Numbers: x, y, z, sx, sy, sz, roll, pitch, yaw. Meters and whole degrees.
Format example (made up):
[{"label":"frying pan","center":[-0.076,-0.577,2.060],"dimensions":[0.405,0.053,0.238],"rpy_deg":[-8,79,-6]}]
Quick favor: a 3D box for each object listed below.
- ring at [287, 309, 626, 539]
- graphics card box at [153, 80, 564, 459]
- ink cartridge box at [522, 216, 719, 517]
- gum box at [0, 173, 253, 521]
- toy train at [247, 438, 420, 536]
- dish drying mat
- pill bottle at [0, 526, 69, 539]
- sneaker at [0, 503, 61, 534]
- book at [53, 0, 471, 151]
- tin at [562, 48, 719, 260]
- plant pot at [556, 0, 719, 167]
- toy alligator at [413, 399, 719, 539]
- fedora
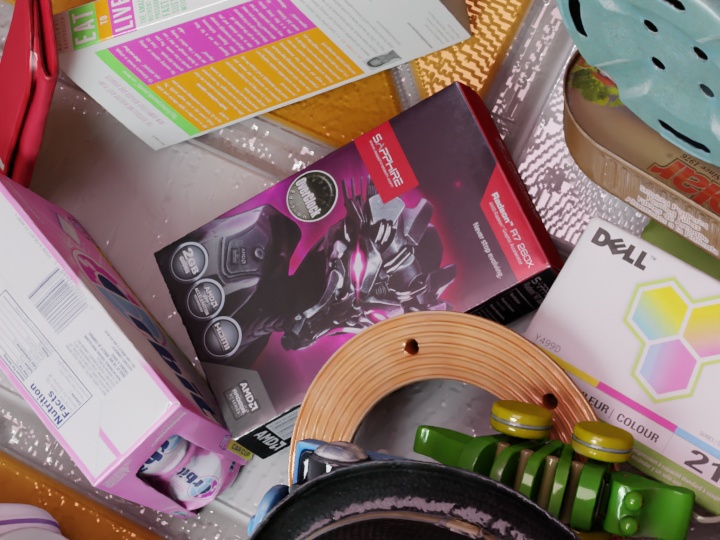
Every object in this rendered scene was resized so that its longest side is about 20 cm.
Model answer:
[{"label":"ring","center":[0.049,0.119,1.332],"dimensions":[0.200,0.019,0.201],"rpy_deg":[5,100,31]},{"label":"graphics card box","center":[0.000,0.000,1.410],"dimensions":[0.200,0.051,0.126],"rpy_deg":[-29,67,10]},{"label":"ink cartridge box","center":[0.186,0.012,1.325],"dimensions":[0.148,0.076,0.200],"rpy_deg":[30,90,25]},{"label":"gum box","center":[-0.149,0.044,1.426],"dimensions":[0.066,0.113,0.200],"rpy_deg":[-43,66,5]},{"label":"toy train","center":[-0.008,0.179,1.295],"dimensions":[0.086,0.114,0.201],"rpy_deg":[8,100,22]},{"label":"dish drying mat","center":[-0.189,-0.100,1.446],"dimensions":[0.018,0.200,0.077],"rpy_deg":[-3,71,-14]},{"label":"pill bottle","center":[-0.232,0.206,1.386],"dimensions":[0.200,0.116,0.116],"rpy_deg":[-23,68,36]},{"label":"sneaker","center":[-0.260,0.118,1.476],"dimensions":[0.200,0.073,0.115],"rpy_deg":[-3,71,20]},{"label":"book","center":[-0.054,-0.133,1.425],"dimensions":[0.199,0.134,0.048],"rpy_deg":[-15,70,17]},{"label":"tin","center":[0.191,-0.059,1.322],"dimensions":[0.200,0.042,0.112],"rpy_deg":[34,54,26]},{"label":"plant pot","center":[0.209,-0.165,1.266],"dimensions":[0.200,0.200,0.196],"rpy_deg":[35,73,25]},{"label":"toy alligator","center":[0.115,0.108,1.245],"dimensions":[0.199,0.054,0.059],"rpy_deg":[15,101,16]},{"label":"fedora","center":[0.026,0.178,1.167],"dimensions":[0.200,0.092,0.201],"rpy_deg":[-1,85,6]}]
